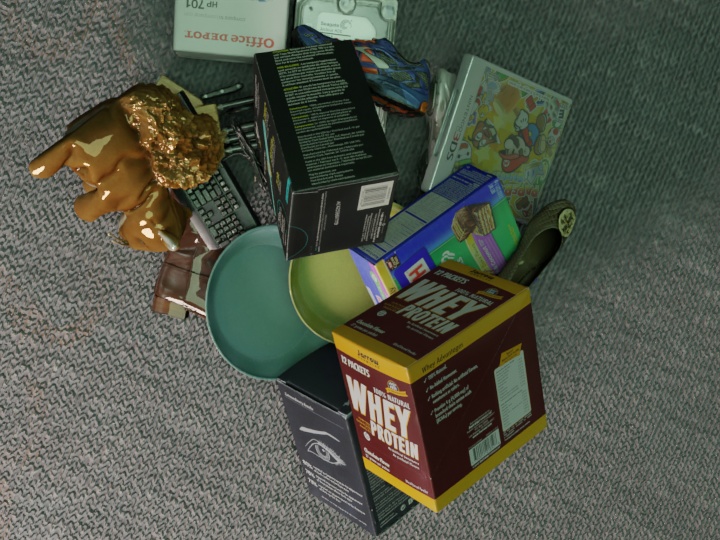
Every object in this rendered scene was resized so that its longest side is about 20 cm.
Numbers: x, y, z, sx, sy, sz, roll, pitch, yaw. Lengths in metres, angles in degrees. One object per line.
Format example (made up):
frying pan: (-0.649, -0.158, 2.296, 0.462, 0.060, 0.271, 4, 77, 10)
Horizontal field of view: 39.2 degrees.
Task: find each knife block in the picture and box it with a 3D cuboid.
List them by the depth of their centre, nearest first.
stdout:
knife block: (-0.210, -0.165, 1.317, 0.175, 0.064, 0.201, 33, 93, -11)

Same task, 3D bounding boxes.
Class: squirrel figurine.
squirrel figurine: (-0.254, -0.116, 1.210, 0.199, 0.142, 0.187, -29, 111, 13)

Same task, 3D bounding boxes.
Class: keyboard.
keyboard: (-0.185, -0.134, 1.284, 0.126, 0.021, 0.201, -30, 106, -1)

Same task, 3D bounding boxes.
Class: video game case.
video game case: (0.185, -0.169, 1.347, 0.199, 0.023, 0.184, 13, 98, -38)

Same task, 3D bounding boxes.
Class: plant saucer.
plant saucer: (0.000, 0.000, 1.320, 0.198, 0.031, 0.202, -5, 109, -15)
plant saucer: (-0.118, 0.041, 1.321, 0.198, 0.036, 0.203, -1, 91, -33)

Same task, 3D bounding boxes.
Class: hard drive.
hard drive: (-0.026, -0.272, 1.342, 0.138, 0.038, 0.203, 5, 97, -9)

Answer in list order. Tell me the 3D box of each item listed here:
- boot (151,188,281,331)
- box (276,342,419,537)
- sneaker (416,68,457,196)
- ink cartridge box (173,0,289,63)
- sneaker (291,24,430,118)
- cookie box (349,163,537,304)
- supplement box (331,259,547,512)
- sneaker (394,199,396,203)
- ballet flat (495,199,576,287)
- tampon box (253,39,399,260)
boot: (-0.176, -0.027, 1.348, 0.184, 0.064, 0.202, 11, 92, -12)
box: (-0.008, 0.217, 1.319, 0.104, 0.147, 0.202, -31, 124, -31)
sneaker: (0.132, -0.165, 1.361, 0.098, 0.078, 0.203, 6, 98, -12)
ink cartridge box: (-0.160, -0.371, 1.285, 0.145, 0.086, 0.203, 3, 96, -8)
sneaker: (0.003, -0.267, 1.300, 0.198, 0.075, 0.079, 23, 81, -16)
cookie box: (0.109, -0.007, 1.293, 0.199, 0.075, 0.172, -35, 121, -14)
supplement box: (0.098, 0.129, 1.191, 0.196, 0.132, 0.202, -30, 122, -30)
sneaker: (0.001, -0.066, 1.365, 0.198, 0.074, 0.088, 21, 85, -21)
ballet flat: (0.212, -0.008, 1.279, 0.200, 0.046, 0.068, -47, 125, -11)
tampon box: (-0.048, -0.143, 1.203, 0.125, 0.150, 0.202, -10, 62, -12)
